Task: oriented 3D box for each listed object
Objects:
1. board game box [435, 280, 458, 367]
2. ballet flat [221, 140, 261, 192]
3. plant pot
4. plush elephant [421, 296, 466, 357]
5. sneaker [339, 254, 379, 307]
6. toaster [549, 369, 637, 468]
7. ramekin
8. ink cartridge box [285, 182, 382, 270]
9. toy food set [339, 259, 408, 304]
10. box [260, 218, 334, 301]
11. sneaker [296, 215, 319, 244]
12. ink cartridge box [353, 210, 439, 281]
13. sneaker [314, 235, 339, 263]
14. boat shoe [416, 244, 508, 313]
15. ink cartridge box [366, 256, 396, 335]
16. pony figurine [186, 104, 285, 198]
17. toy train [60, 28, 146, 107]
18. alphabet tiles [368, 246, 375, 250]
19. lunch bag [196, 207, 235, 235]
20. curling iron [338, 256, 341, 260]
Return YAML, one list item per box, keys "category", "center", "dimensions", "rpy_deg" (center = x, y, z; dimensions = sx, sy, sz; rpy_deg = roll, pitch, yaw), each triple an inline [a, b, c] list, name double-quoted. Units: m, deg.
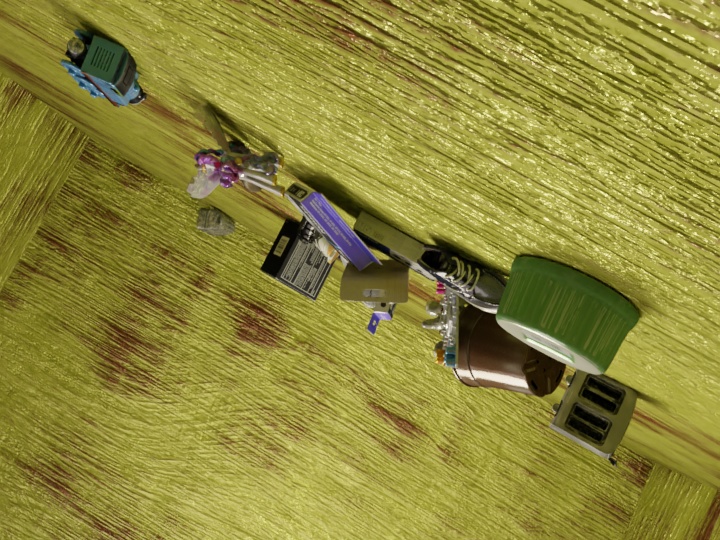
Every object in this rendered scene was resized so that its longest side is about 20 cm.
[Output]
- category: "board game box"
  center: [0.186, 0.105, 1.206]
  dimensions: [0.025, 0.206, 0.200]
  rpy_deg: [1, 171, 2]
- category: "ballet flat"
  center: [-0.250, -0.230, 1.242]
  dimensions: [0.045, 0.069, 0.200]
  rpy_deg: [-5, 163, 10]
- category: "plant pot"
  center: [0.331, 0.180, 1.224]
  dimensions: [0.198, 0.204, 0.196]
  rpy_deg: [32, 166, -34]
- category: "plush elephant"
  center: [0.237, 0.143, 1.488]
  dimensions: [0.196, 0.170, 0.153]
  rpy_deg: [-12, 164, 35]
- category: "sneaker"
  center: [0.000, 0.000, 1.512]
  dimensions: [0.115, 0.074, 0.204]
  rpy_deg: [-109, -6, -87]
- category: "toaster"
  center: [0.607, 0.369, 1.437]
  dimensions: [0.197, 0.184, 0.119]
  rpy_deg: [26, 173, 29]
- category: "ramekin"
  center: [0.301, 0.072, 0.838]
  dimensions: [0.197, 0.099, 0.200]
  rpy_deg: [29, 174, 3]
- category: "ink cartridge box"
  center: [-0.060, -0.089, 1.155]
  dimensions: [0.199, 0.043, 0.200]
  rpy_deg: [48, 174, -25]
- category: "toy food set"
  center: [0.036, 0.024, 1.213]
  dimensions: [0.139, 0.062, 0.200]
  rpy_deg: [2, -164, 4]
- category: "box"
  center: [-0.207, -0.035, 1.920]
  dimensions: [0.197, 0.204, 0.122]
  rpy_deg: [34, 171, -40]
- category: "sneaker"
  center: [-0.116, -0.111, 1.359]
  dimensions: [0.075, 0.092, 0.200]
  rpy_deg: [32, 168, 0]
- category: "ink cartridge box"
  center: [0.080, -0.049, 1.167]
  dimensions: [0.197, 0.045, 0.094]
  rpy_deg: [30, 173, 8]
- category: "sneaker"
  center: [-0.098, -0.084, 1.711]
  dimensions: [0.088, 0.076, 0.200]
  rpy_deg: [44, 172, 7]
- category: "boat shoe"
  center: [0.188, 0.014, 1.012]
  dimensions: [0.198, 0.076, 0.092]
  rpy_deg: [26, -179, 41]
- category: "ink cartridge box"
  center: [0.072, 0.070, 1.442]
  dimensions: [0.042, 0.205, 0.198]
  rpy_deg: [17, 173, 9]
- category: "pony figurine"
  center: [-0.249, -0.204, 1.074]
  dimensions: [0.194, 0.172, 0.193]
  rpy_deg: [11, 176, 2]
- category: "toy train"
  center: [-0.467, -0.363, 1.031]
  dimensions: [0.112, 0.089, 0.200]
  rpy_deg: [23, 174, -5]
- category: "alphabet tiles"
  center: [-0.051, -0.109, 1.494]
  dimensions: [0.198, 0.006, 0.166]
  rpy_deg: [33, 173, -24]
- category: "lunch bag"
  center: [-0.840, -0.280, 3.261]
  dimensions: [0.163, 0.143, 0.200]
  rpy_deg: [10, 173, 13]
- category: "curling iron"
  center: [-0.061, -0.041, 1.988]
  dimensions: [0.049, 0.026, 0.198]
  rpy_deg: [-16, -147, -40]
